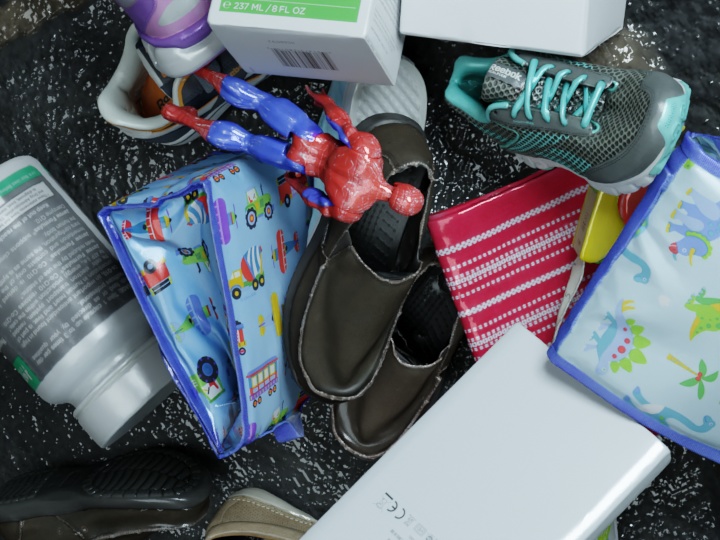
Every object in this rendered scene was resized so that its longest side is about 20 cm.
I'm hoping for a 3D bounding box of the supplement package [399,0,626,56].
[{"bbox_3d":[0.102,-0.244,1.081,0.120,0.120,0.202,10,109,18],"label":"supplement package"}]

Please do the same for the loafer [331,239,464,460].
[{"bbox_3d":[0.028,0.052,1.228,0.073,0.071,0.201,31,115,11],"label":"loafer"}]

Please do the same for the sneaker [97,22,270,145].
[{"bbox_3d":[-0.100,-0.158,1.207,0.200,0.079,0.079,-46,67,26],"label":"sneaker"}]

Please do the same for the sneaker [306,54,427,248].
[{"bbox_3d":[-0.001,-0.057,1.210,0.073,0.082,0.201,10,107,-19],"label":"sneaker"}]

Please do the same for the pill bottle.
[{"bbox_3d":[-0.219,0.024,1.298,0.200,0.113,0.113,48,117,4],"label":"pill bottle"}]

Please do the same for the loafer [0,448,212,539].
[{"bbox_3d":[-0.193,0.187,1.359,0.199,0.073,0.072,-8,111,30],"label":"loafer"}]

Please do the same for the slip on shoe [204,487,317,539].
[{"bbox_3d":[-0.023,0.224,1.307,0.199,0.061,0.076,26,114,13],"label":"slip on shoe"}]

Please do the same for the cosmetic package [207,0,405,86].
[{"bbox_3d":[-0.017,-0.225,1.104,0.107,0.085,0.202,6,76,16],"label":"cosmetic package"}]

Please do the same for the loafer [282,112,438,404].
[{"bbox_3d":[0.000,0.000,1.147,0.072,0.071,0.202,7,109,-19],"label":"loafer"}]

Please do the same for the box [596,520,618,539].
[{"bbox_3d":[0.110,0.217,1.173,0.101,0.113,0.201,12,146,19],"label":"box"}]

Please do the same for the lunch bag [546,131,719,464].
[{"bbox_3d":[0.236,0.022,1.079,0.199,0.128,0.171,21,116,-19],"label":"lunch bag"}]

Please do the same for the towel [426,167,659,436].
[{"bbox_3d":[0.140,0.029,1.167,0.144,0.022,0.201,-21,99,-4],"label":"towel"}]

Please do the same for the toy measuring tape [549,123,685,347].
[{"bbox_3d":[0.171,-0.012,1.125,0.073,0.074,0.202,19,105,16],"label":"toy measuring tape"}]

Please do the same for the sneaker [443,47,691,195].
[{"bbox_3d":[0.117,-0.097,1.069,0.091,0.200,0.078,22,84,-27],"label":"sneaker"}]

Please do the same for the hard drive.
[{"bbox_3d":[0.074,0.142,1.081,0.200,0.026,0.132,-43,61,-11],"label":"hard drive"}]

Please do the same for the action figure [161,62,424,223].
[{"bbox_3d":[-0.039,-0.081,1.121,0.199,0.052,0.066,31,108,32],"label":"action figure"}]

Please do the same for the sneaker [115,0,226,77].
[{"bbox_3d":[-0.144,-0.213,1.161,0.080,0.200,0.089,-37,133,2],"label":"sneaker"}]

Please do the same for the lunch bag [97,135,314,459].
[{"bbox_3d":[-0.074,0.022,1.215,0.093,0.150,0.201,-13,101,29],"label":"lunch bag"}]
